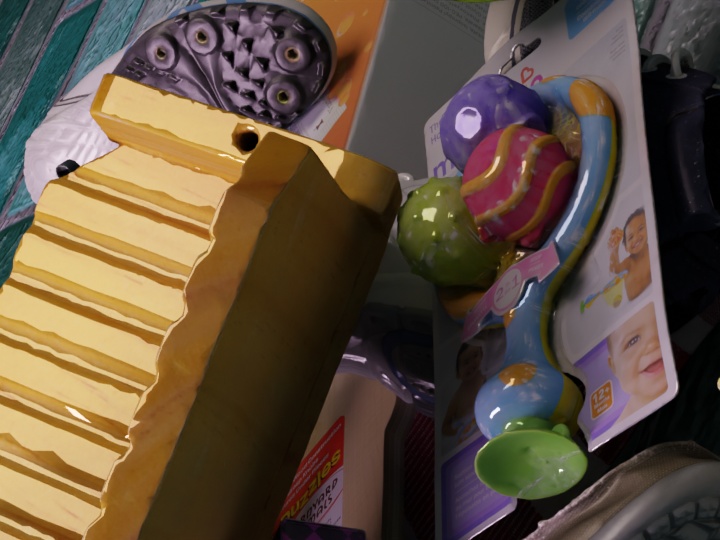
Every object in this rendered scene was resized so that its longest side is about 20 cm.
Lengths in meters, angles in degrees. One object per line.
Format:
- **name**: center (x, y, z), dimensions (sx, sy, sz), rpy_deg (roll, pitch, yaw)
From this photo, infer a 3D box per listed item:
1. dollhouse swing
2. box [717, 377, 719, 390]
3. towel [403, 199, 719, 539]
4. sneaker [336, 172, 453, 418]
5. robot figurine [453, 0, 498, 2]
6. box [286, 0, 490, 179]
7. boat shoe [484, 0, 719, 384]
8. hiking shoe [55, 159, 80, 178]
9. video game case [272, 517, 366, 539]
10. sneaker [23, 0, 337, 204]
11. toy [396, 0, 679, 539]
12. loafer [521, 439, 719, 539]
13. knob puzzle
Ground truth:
- **dollhouse swing**: center (-0.093, 0.031, 0.833), dimensions (0.182, 0.176, 0.200), rpy_deg (20, 85, 26)
- **box**: center (0.193, -0.023, 0.706), dimensions (0.200, 0.075, 0.050), rpy_deg (-54, 23, 7)
- **towel**: center (0.072, 0.043, 0.939), dimensions (0.200, 0.023, 0.144), rpy_deg (-55, 23, 11)
- **sneaker**: center (0.000, 0.000, 0.958), dimensions (0.200, 0.075, 0.087), rpy_deg (17, 52, 28)
- **robot figurine**: center (0.065, -0.165, 0.905), dimensions (0.175, 0.116, 0.200), rpy_deg (-17, 8, 40)
- **box**: center (0.014, -0.067, 1.100), dimensions (0.124, 0.097, 0.200), rpy_deg (-34, 33, 47)
- **boat shoe**: center (0.102, -0.056, 0.895), dimensions (0.093, 0.075, 0.200), rpy_deg (-34, 41, 34)
- **hiking shoe**: center (-0.115, 0.054, 1.085), dimensions (0.087, 0.074, 0.200), rpy_deg (36, 122, 31)
- **video game case**: center (-0.029, 0.214, 0.805), dimensions (0.200, 0.036, 0.181), rpy_deg (-97, 20, -49)
- **sneaker**: center (-0.077, -0.078, 1.096), dimensions (0.200, 0.072, 0.072), rpy_deg (-25, 14, 46)
- **toy**: center (0.047, -0.016, 0.829), dimensions (0.115, 0.047, 0.200), rpy_deg (-40, 39, 37)
- **loafer**: center (0.050, 0.113, 0.809), dimensions (0.200, 0.075, 0.070), rpy_deg (-45, 43, 29)
- **knob puzzle**: center (-0.030, 0.123, 0.998), dimensions (0.220, 0.030, 0.220), rpy_deg (-52, 20, 27)
